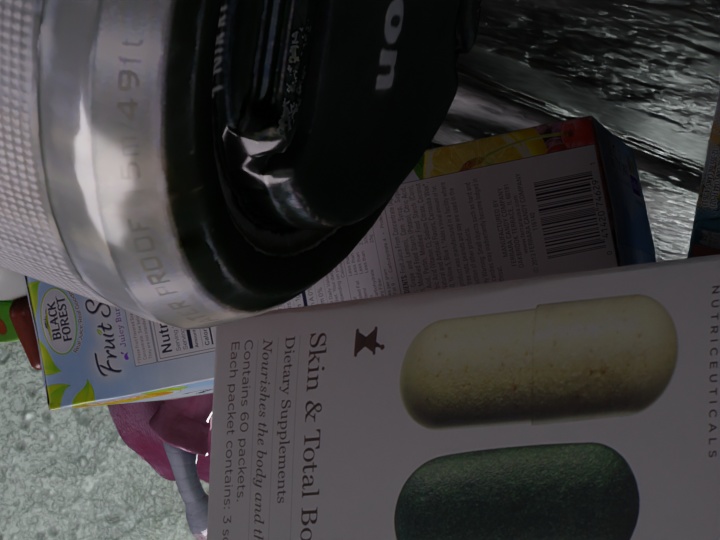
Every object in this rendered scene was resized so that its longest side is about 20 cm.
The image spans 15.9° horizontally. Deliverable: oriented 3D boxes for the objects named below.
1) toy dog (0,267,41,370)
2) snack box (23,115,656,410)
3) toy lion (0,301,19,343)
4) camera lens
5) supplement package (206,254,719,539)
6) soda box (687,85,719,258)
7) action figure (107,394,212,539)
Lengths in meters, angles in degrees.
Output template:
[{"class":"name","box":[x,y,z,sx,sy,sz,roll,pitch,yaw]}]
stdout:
[{"class":"toy dog","box":[-0.178,-0.012,1.002,0.198,0.097,0.132,0,167,-24]},{"class":"snack box","box":[0.000,0.000,0.916,0.198,0.068,0.169,-13,176,9]},{"class":"toy lion","box":[-0.229,-0.022,1.310,0.199,0.193,0.069,21,-177,-5]},{"class":"camera lens","box":[-0.079,-0.087,0.546,0.199,0.161,0.160,18,173,21]},{"class":"supplement package","box":[0.075,0.088,0.752,0.199,0.153,0.150,-8,165,38]},{"class":"soda box","box":[0.134,-0.021,0.782,0.063,0.069,0.200,11,172,8]},{"class":"action figure","box":[-0.043,0.035,1.152,0.150,0.133,0.200,63,163,12]}]
